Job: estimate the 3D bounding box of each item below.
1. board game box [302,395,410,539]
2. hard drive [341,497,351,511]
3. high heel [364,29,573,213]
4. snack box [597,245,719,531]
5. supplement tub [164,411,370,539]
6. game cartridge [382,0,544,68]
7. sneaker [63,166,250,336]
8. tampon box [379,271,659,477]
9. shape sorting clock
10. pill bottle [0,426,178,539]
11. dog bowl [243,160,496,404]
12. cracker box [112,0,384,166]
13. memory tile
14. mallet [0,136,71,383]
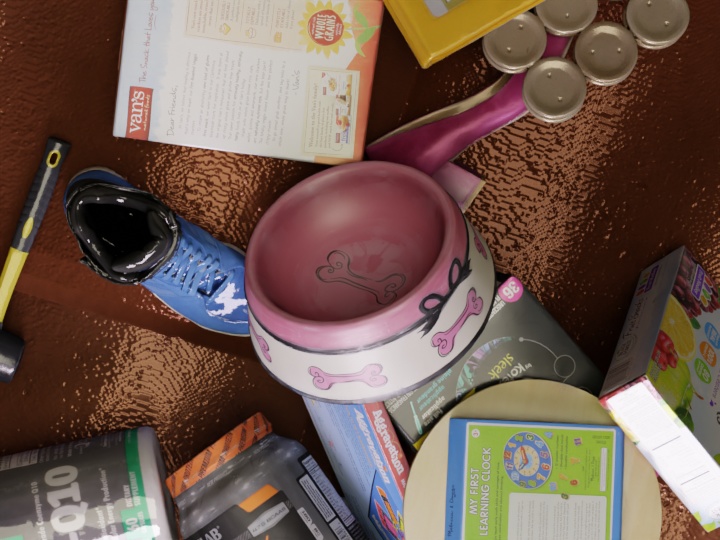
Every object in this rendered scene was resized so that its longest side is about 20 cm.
[{"bbox_3d":[0.013,0.169,1.360,0.019,0.103,0.201,-32,115,-24],"label":"board game box"},{"bbox_3d":[0.023,0.260,1.460,0.198,0.027,0.133,4,100,-6],"label":"hard drive"},{"bbox_3d":[0.091,-0.147,1.375,0.096,0.067,0.201,33,102,-4],"label":"high heel"},{"bbox_3d":[0.266,0.090,1.364,0.053,0.200,0.142,-32,105,33],"label":"snack box"},{"bbox_3d":[-0.061,0.221,1.365,0.122,0.123,0.201,-36,86,2],"label":"supplement tub"},{"bbox_3d":[0.074,-0.284,1.324,0.176,0.032,0.201,-30,86,-5],"label":"game cartridge"},{"bbox_3d":[-0.148,-0.006,1.349,0.200,0.111,0.077,39,95,-11],"label":"sneaker"},{"bbox_3d":[0.121,0.121,1.378,0.150,0.126,0.200,-44,98,-3],"label":"tampon box"},{"bbox_3d":[0.129,0.183,1.299,0.198,0.039,0.202,1,86,-10],"label":"shape sorting clock"},{"bbox_3d":[-0.252,0.199,1.377,0.198,0.113,0.114,-13,102,-3],"label":"pill bottle"},{"bbox_3d":[0.000,0.000,1.308,0.199,0.201,0.074,-24,137,0],"label":"dog bowl"},{"bbox_3d":[-0.089,-0.161,1.352,0.198,0.058,0.135,7,99,-8],"label":"cracker box"},{"bbox_3d":[0.144,-0.225,1.344,0.153,0.017,0.200,-36,80,-6],"label":"memory tile"},{"bbox_3d":[-0.285,-0.013,1.376,0.065,0.041,0.202,13,95,-11],"label":"mallet"}]
